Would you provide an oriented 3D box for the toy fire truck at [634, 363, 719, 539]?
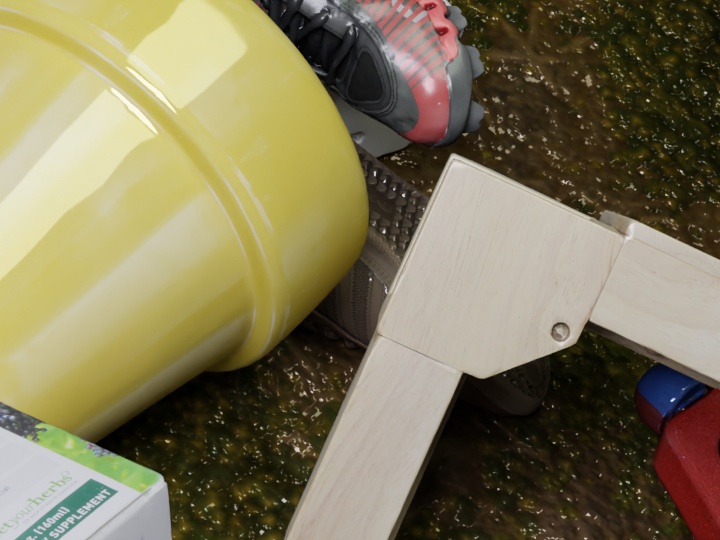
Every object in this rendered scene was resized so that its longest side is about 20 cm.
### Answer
[{"bbox_3d":[0.213,0.085,1.266,0.168,0.112,0.200,36,43,24],"label":"toy fire truck"}]

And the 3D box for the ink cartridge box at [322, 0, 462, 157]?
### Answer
[{"bbox_3d":[-0.067,-0.139,1.366,0.146,0.085,0.200,-23,61,-38],"label":"ink cartridge box"}]

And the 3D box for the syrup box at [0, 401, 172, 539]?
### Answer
[{"bbox_3d":[-0.169,0.093,1.046,0.199,0.082,0.079,22,41,31],"label":"syrup box"}]

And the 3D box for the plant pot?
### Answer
[{"bbox_3d":[-0.129,-0.011,1.151,0.200,0.201,0.189,36,60,11],"label":"plant pot"}]

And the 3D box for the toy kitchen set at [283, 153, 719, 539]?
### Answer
[{"bbox_3d":[0.095,0.067,1.202,0.199,0.181,0.163,24,4,0],"label":"toy kitchen set"}]

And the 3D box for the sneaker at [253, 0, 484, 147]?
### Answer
[{"bbox_3d":[-0.029,-0.122,1.256,0.098,0.071,0.201,-22,59,-36],"label":"sneaker"}]

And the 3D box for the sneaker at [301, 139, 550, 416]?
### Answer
[{"bbox_3d":[0.000,0.000,1.282,0.200,0.075,0.071,44,39,-13],"label":"sneaker"}]
